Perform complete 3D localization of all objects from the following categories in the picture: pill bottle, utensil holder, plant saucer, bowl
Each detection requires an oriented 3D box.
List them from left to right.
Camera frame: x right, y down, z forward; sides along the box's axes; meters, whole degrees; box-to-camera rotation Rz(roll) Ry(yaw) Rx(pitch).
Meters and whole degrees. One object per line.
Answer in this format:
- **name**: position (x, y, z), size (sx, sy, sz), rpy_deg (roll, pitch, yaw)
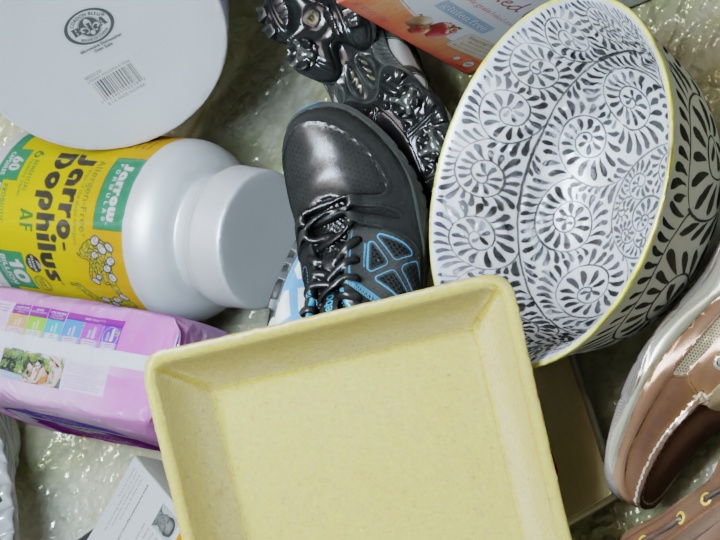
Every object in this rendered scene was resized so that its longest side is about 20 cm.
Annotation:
- **utensil holder**: position (-0.162, -0.196, 1.500), size (0.170, 0.170, 0.201), rpy_deg (-39, 31, 22)
- **pill bottle**: position (-0.133, -0.027, 1.505), size (0.199, 0.112, 0.114), rpy_deg (8, 81, 39)
- **plant saucer**: position (0.006, 0.117, 1.275), size (0.198, 0.048, 0.202), rpy_deg (-13, 93, 9)
- **bowl**: position (0.132, -0.038, 1.301), size (0.200, 0.094, 0.203), rpy_deg (-28, 55, 49)

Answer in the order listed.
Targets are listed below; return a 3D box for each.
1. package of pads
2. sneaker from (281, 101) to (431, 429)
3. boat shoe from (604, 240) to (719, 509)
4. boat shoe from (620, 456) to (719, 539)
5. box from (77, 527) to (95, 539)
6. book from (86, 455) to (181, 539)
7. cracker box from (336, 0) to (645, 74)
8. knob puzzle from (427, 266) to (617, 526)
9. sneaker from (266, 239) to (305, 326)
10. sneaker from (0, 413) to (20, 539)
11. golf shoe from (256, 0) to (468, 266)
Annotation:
- **package of pads**: position (-0.150, 0.064, 1.484), size (0.199, 0.120, 0.076), rpy_deg (7, 75, 39)
- **sneaker**: position (0.000, 0.000, 1.343), size (0.073, 0.082, 0.202), rpy_deg (-25, 79, 27)
- **boat shoe**: position (0.195, 0.043, 1.255), size (0.072, 0.076, 0.201), rpy_deg (36, 104, 25)
- **boat shoe**: position (0.207, 0.106, 1.226), size (0.200, 0.072, 0.068), rpy_deg (-43, 56, 22)
- **box**: position (-0.140, 0.236, 1.472), size (0.199, 0.044, 0.161), rpy_deg (-35, 58, 24)
- **book**: position (-0.100, 0.218, 1.390), size (0.200, 0.048, 0.134), rpy_deg (42, 107, 38)
- **cracker box**: position (0.100, -0.184, 1.359), size (0.199, 0.134, 0.058), rpy_deg (-21, 64, 32)
- **knob puzzle**: position (0.047, 0.082, 1.383), size (0.218, 0.030, 0.222), rpy_deg (-14, 66, 34)
- **sneaker**: position (-0.024, 0.067, 1.391), size (0.072, 0.072, 0.202), rpy_deg (6, 63, -3)
- **sneaker**: position (-0.245, 0.126, 1.563), size (0.075, 0.081, 0.201), rpy_deg (-24, 58, 15)
- **golf shoe**: position (0.021, -0.094, 1.427), size (0.077, 0.094, 0.201), rpy_deg (-32, 73, 22)
